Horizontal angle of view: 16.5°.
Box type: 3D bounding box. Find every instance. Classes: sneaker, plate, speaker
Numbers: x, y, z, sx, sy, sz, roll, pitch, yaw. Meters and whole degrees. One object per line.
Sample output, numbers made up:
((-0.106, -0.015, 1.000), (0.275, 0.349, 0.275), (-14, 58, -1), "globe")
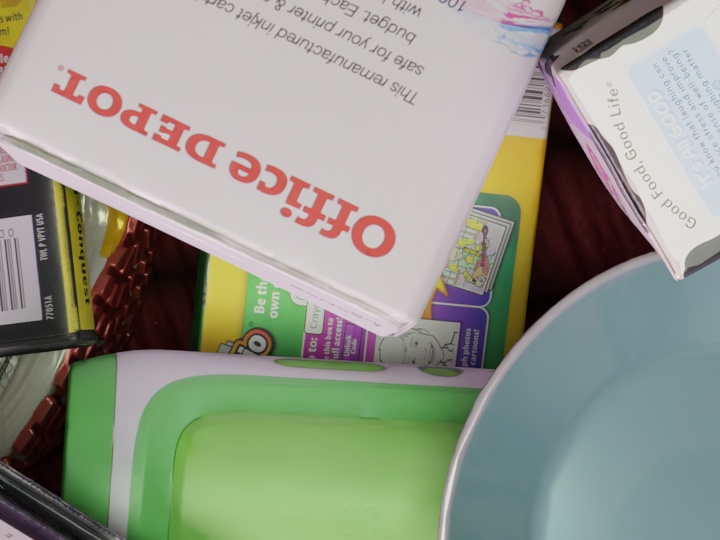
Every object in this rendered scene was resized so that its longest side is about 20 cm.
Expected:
((-0.115, -0.019, 0.886), (0.082, 0.078, 0.201), (18, 95, 9), "sneaker")
((0.119, 0.091, 0.802), (0.199, 0.026, 0.202), (1, 84, -11), "plate")
((-0.001, 0.073, 0.840), (0.199, 0.088, 0.089), (4, 99, -7), "speaker")

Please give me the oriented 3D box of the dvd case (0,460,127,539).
((-0.123, 0.132, 0.848), (0.148, 0.200, 0.016), (35, 50, -22), "dvd case")

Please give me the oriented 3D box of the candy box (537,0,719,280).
((0.155, -0.087, 0.757), (0.199, 0.168, 0.072), (-32, 96, 5), "candy box")

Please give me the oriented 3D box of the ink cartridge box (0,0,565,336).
((-0.010, -0.098, 0.781), (0.144, 0.084, 0.201), (25, 84, -1), "ink cartridge box")

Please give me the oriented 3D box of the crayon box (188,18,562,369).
((0.000, 0.000, 0.900), (0.118, 0.058, 0.201), (6, 98, -7), "crayon box")

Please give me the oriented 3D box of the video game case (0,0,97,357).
((-0.195, -0.053, 0.844), (0.199, 0.025, 0.182), (-7, 87, 12), "video game case")
